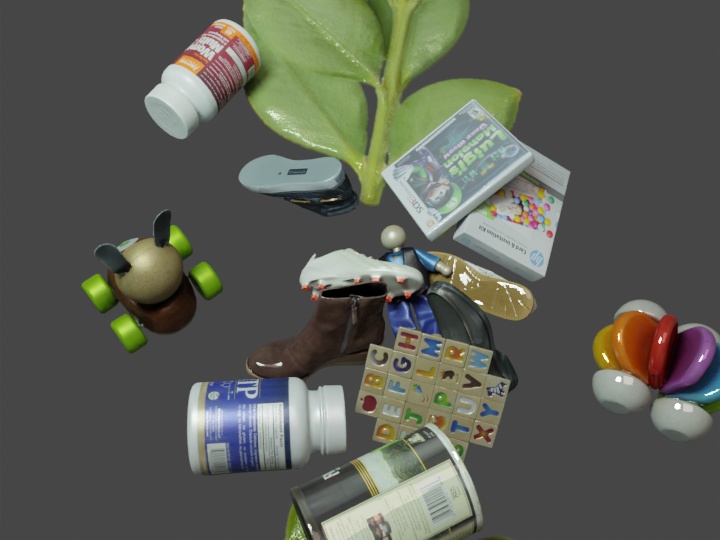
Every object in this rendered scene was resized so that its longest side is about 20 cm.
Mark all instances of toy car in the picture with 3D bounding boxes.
[{"bbox_3d":[0.438,0.127,0.970,0.198,0.150,0.176,25,63,9],"label":"toy car"},{"bbox_3d":[-0.302,-0.009,0.955,0.164,0.201,0.158,-36,71,-20],"label":"toy car"}]

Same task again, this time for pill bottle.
[{"bbox_3d":[-0.120,0.203,0.907,0.197,0.120,0.121,-2,63,-6],"label":"pill bottle"},{"bbox_3d":[-0.267,-0.325,1.172,0.109,0.110,0.201,30,64,11],"label":"pill bottle"}]

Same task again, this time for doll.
[{"bbox_3d":[0.074,0.023,1.039,0.135,0.048,0.202,-21,68,13],"label":"doll"}]

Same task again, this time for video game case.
[{"bbox_3d":[0.147,-0.164,1.090,0.199,0.023,0.182,-38,46,6],"label":"video game case"}]

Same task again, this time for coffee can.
[{"bbox_3d":[0.030,0.299,0.854,0.198,0.147,0.147,-21,66,-15],"label":"coffee can"}]

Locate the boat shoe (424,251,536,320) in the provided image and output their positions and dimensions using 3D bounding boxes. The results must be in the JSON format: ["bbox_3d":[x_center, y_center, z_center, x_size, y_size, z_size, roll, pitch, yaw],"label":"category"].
[{"bbox_3d":[0.174,0.029,1.052,0.199,0.069,0.072,24,94,27],"label":"boat shoe"}]

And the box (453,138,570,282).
[{"bbox_3d":[0.245,-0.106,1.101,0.155,0.041,0.202,27,68,-14],"label":"box"}]

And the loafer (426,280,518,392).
[{"bbox_3d":[0.147,0.107,0.958,0.072,0.073,0.201,-41,103,-29],"label":"loafer"}]

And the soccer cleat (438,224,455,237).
[{"bbox_3d":[0.182,-0.127,1.130,0.083,0.065,0.201,32,65,9],"label":"soccer cleat"}]

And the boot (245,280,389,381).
[{"bbox_3d":[-0.061,0.079,0.943,0.197,0.167,0.073,-7,50,-12],"label":"boot"}]

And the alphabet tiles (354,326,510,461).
[{"bbox_3d":[0.098,0.173,0.945,0.198,0.006,0.168,14,101,3],"label":"alphabet tiles"}]

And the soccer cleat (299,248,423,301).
[{"bbox_3d":[0.000,0.000,1.019,0.198,0.070,0.078,-2,54,25],"label":"soccer cleat"}]

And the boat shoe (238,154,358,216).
[{"bbox_3d":[-0.101,-0.131,1.113,0.198,0.091,0.071,6,58,30],"label":"boat shoe"}]
